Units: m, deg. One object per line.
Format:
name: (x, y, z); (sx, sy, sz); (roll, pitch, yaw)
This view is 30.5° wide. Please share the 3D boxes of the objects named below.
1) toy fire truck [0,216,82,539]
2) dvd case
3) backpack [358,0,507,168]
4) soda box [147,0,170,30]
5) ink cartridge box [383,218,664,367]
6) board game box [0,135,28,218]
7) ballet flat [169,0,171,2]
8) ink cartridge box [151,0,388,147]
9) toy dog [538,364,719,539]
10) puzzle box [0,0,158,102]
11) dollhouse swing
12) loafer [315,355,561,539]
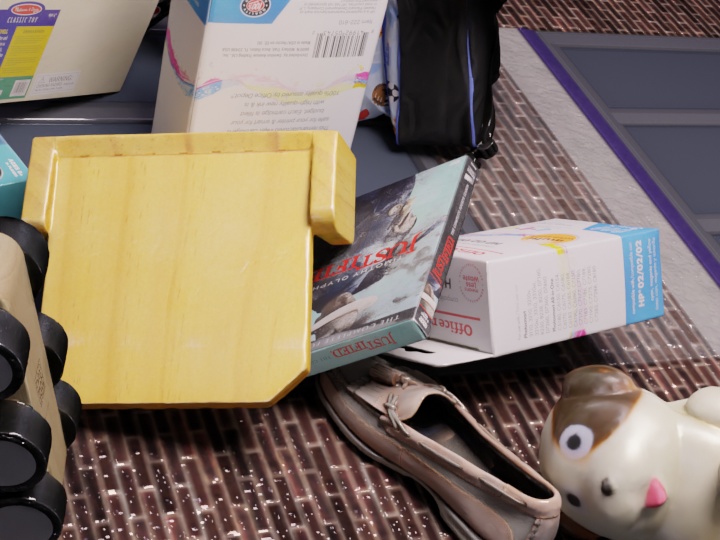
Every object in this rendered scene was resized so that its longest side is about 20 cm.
toy fire truck: (-0.260, 0.055, 0.703); (0.200, 0.176, 0.129); (-3, 40, -2)
dvd case: (0.000, 0.000, 0.907); (0.146, 0.022, 0.200); (-19, 29, 28)
backpack: (0.063, -0.215, 1.157); (0.154, 0.200, 0.191); (9, 33, 11)
soda box: (-0.229, -0.311, 1.155); (0.071, 0.063, 0.200); (-14, 78, -58)
ink cartridge box: (0.101, 0.011, 0.928); (0.200, 0.068, 0.115); (-11, 11, -32)
board game box: (-0.351, -0.071, 0.913); (0.200, 0.047, 0.151); (-17, 49, -36)
ballet flat: (-0.104, -0.228, 1.173); (0.200, 0.068, 0.072); (11, 70, -59)
ink cartridge box: (-0.072, -0.158, 1.007); (0.144, 0.200, 0.085); (-6, 39, -28)
toy dog: (0.212, 0.118, 0.827); (0.200, 0.140, 0.194); (6, 26, -14)
puzzle box: (-0.228, -0.192, 1.000); (0.025, 0.133, 0.200); (38, 25, 17)
dollhouse swing: (-0.107, 0.001, 0.881); (0.200, 0.176, 0.182); (-2, -4, 5)
loafer: (0.052, 0.104, 0.838); (0.072, 0.063, 0.200); (-21, 52, -40)
